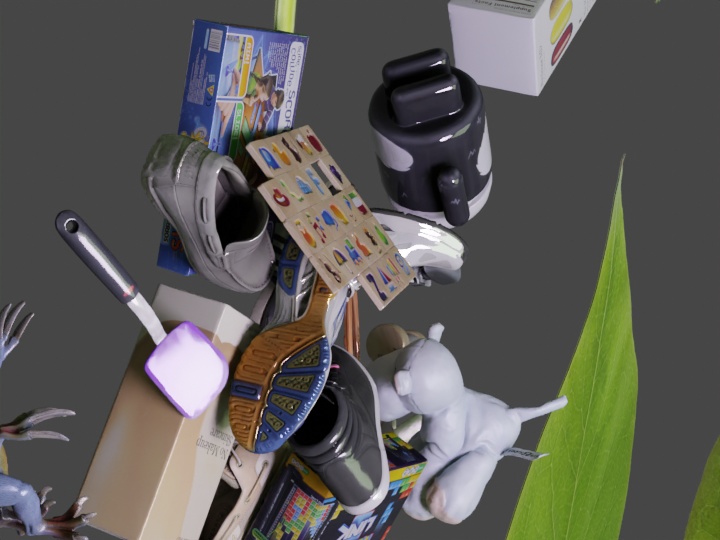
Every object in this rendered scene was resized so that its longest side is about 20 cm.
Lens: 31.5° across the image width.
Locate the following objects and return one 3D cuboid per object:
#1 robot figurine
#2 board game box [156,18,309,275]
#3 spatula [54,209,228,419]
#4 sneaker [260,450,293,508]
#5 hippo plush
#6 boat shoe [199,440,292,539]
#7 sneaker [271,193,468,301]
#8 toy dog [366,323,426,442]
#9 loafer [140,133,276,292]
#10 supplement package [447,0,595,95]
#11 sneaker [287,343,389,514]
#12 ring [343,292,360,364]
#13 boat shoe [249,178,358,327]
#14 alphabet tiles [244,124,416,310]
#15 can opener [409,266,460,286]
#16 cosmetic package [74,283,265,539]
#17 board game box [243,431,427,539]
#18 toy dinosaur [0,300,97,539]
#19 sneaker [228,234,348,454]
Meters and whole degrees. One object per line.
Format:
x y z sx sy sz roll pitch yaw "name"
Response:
0.077 -0.134 1.339 0.151 0.123 0.201 -59 151 -32 "robot figurine"
-0.105 -0.103 1.069 0.135 0.034 0.203 -12 115 -63 "board game box"
-0.165 0.029 0.958 0.057 0.020 0.201 -47 127 -20 "spatula"
-0.074 0.194 1.274 0.081 0.075 0.203 -12 114 -54 "sneaker"
0.077 0.160 1.345 0.161 0.199 0.160 48 49 -23 "hippo plush"
-0.115 0.178 1.173 0.202 0.071 0.065 -69 157 -1 "boat shoe"
0.000 0.000 1.188 0.076 0.198 0.117 161 -58 -72 "sneaker"
0.051 0.158 1.488 0.132 0.095 0.203 -30 130 -57 "toy dog"
-0.102 -0.034 0.987 0.071 0.069 0.200 -68 156 -17 "loafer"
0.195 -0.318 1.510 0.201 0.108 0.115 -57 150 -34 "supplement package"
-0.030 0.112 1.133 0.100 0.070 0.201 56 10 -39 "sneaker"
-0.013 0.088 1.319 0.200 0.019 0.203 -3 90 -87 "ring"
-0.039 -0.003 1.239 0.201 0.062 0.073 -62 153 -27 "boat shoe"
-0.024 -0.043 1.053 0.008 0.168 0.200 -35 -179 18 "alphabet tiles"
0.052 -0.018 1.430 0.199 0.066 0.053 13 70 -62 "can opener"
-0.152 0.125 1.054 0.105 0.070 0.202 38 69 -65 "cosmetic package"
-0.033 0.248 1.239 0.199 0.056 0.167 1 119 -61 "board game box"
-0.252 0.119 0.827 0.201 0.104 0.182 -54 130 -15 "toy dinosaur"
-0.048 0.065 1.072 0.088 0.074 0.202 74 35 -66 "sneaker"
